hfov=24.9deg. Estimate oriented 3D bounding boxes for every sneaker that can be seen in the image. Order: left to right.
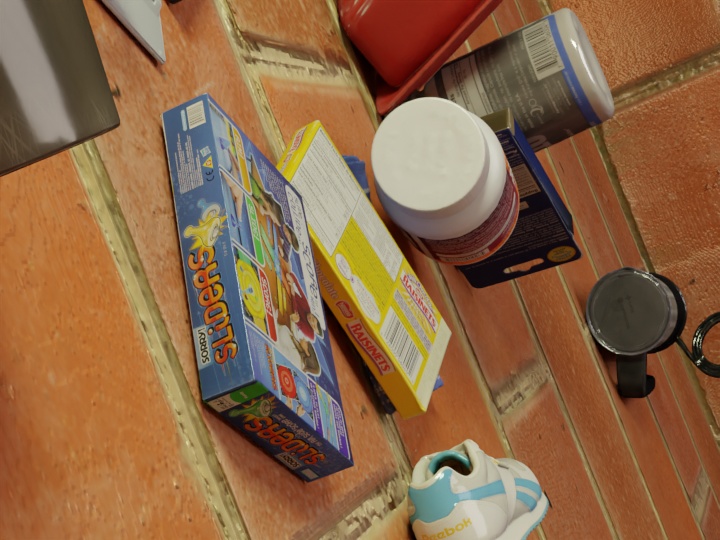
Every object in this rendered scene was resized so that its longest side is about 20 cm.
[{"bbox_3d":[0.085,0.161,1.191,0.081,0.076,0.200,65,14,-1],"label":"sneaker"}]

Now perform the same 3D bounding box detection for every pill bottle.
[{"bbox_3d":[0.070,-0.073,1.349,0.200,0.109,0.110,43,27,-76],"label":"pill bottle"},{"bbox_3d":[0.129,-0.156,1.539,0.114,0.199,0.114,56,19,-31],"label":"pill bottle"}]

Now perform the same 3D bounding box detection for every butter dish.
[{"bbox_3d":[0.040,-0.281,1.515,0.147,0.200,0.200,35,28,-18],"label":"butter dish"}]

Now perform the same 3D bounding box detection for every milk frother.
[{"bbox_3d":[0.431,0.075,2.246,0.188,0.199,0.182,4,68,-72],"label":"milk frother"}]

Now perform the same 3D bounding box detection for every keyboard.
[{"bbox_3d":[-0.169,-0.197,0.956,0.200,0.011,0.057,48,30,-50],"label":"keyboard"}]

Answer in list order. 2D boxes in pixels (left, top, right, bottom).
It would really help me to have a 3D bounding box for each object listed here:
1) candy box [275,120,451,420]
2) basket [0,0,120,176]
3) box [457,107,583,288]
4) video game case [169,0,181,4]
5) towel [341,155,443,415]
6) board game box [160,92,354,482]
[{"bbox_3d":[0.000,0.000,1.166,0.201,0.026,0.102,57,27,-21],"label":"candy box"},{"bbox_3d":[-0.178,-0.127,0.611,0.180,0.135,0.201,-47,117,-69],"label":"basket"},{"bbox_3d":[0.121,-0.063,1.531,0.200,0.120,0.033,53,27,-43],"label":"box"},{"bbox_3d":[-0.150,-0.299,1.128,0.181,0.025,0.200,61,18,-24],"label":"video game case"},{"bbox_3d":[0.008,0.006,1.241,0.201,0.024,0.145,69,16,3],"label":"towel"},{"bbox_3d":[-0.061,0.011,0.976,0.135,0.034,0.201,48,25,-53],"label":"board game box"}]
